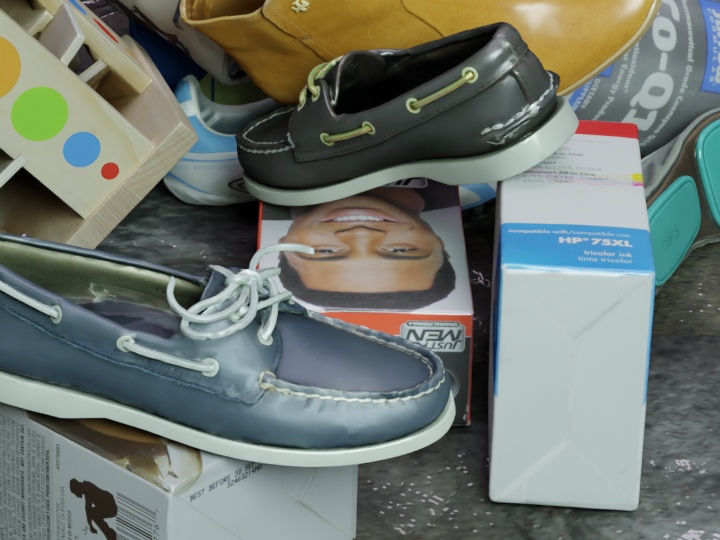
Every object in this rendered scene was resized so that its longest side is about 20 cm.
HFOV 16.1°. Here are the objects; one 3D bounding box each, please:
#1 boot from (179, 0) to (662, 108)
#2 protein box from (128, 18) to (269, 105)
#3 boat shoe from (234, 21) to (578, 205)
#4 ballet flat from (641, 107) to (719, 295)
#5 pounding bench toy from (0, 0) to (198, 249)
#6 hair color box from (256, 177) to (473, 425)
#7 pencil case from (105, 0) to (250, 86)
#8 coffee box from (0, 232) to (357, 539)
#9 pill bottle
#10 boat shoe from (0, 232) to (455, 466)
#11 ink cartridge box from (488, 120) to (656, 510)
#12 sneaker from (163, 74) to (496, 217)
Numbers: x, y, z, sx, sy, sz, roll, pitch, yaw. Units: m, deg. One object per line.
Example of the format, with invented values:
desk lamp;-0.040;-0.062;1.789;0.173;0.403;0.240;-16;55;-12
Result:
boot;0.028;-0.126;1.194;0.200;0.144;0.071;-19;60;25
protein box;-0.067;-0.202;1.461;0.134;0.200;0.200;0;26;-5
boat shoe;0.010;-0.074;1.160;0.200;0.061;0.072;-6;32;46
ballet flat;0.155;-0.038;1.300;0.063;0.068;0.200;-4;18;33
pounding bench toy;-0.197;-0.105;1.256;0.124;0.156;0.200;-45;30;6
hair color box;0.000;0.000;1.212;0.101;0.062;0.200;1;27;-2
pencil case;-0.122;-0.168;1.313;0.199;0.078;0.089;29;-12;12
coffee box;-0.111;0.065;1.047;0.199;0.080;0.113;23;34;35
pill bottle;0.130;-0.115;1.347;0.113;0.114;0.199;26;15;40
boat shoe;-0.060;0.024;0.974;0.199;0.062;0.075;11;27;12
ink cartridge box;0.092;0.007;1.142;0.067;0.117;0.200;2;27;2
sneaker;-0.007;-0.067;1.337;0.198;0.073;0.072;3;24;-2
